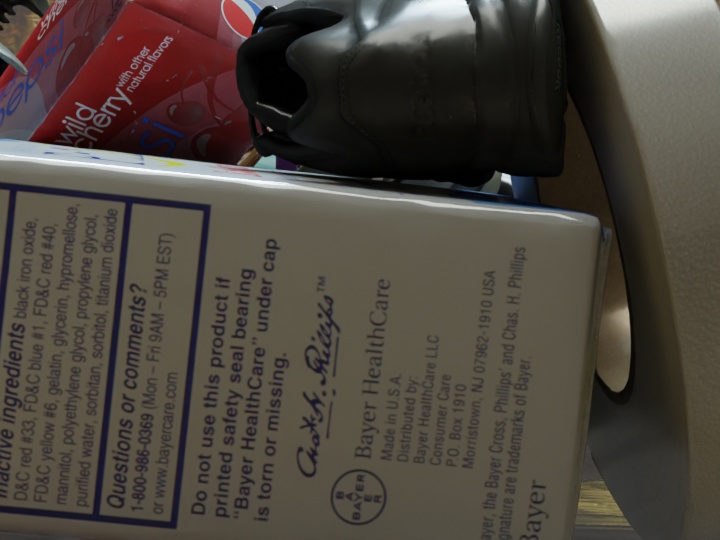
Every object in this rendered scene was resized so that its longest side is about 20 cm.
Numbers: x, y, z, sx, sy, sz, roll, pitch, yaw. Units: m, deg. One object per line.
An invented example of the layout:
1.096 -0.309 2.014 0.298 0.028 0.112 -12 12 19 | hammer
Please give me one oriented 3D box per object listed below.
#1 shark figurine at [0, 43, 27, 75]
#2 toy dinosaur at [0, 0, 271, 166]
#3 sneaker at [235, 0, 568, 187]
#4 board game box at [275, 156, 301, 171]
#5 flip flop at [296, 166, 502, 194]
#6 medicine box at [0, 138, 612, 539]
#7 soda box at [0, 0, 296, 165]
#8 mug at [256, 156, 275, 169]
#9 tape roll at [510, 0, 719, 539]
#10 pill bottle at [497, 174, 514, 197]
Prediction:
-0.200 -0.049 0.890 0.089 0.214 0.129 35 30 -34 | shark figurine
-0.139 -0.050 1.026 0.199 0.136 0.102 -17 5 -10 | toy dinosaur
0.005 -0.061 0.819 0.090 0.076 0.200 -4 0 -7 | sneaker
0.000 0.000 1.114 0.032 0.121 0.200 7 2 13 | board game box
-0.030 0.006 0.965 0.199 0.081 0.058 -28 -46 20 | flip flop
-0.042 0.020 0.807 0.199 0.104 0.182 7 3 -6 | medicine box
-0.098 -0.038 0.937 0.070 0.064 0.200 24 -49 -23 | soda box
-0.085 -0.009 1.151 0.151 0.115 0.185 7 3 22 | mug
0.083 -0.016 0.812 0.037 0.204 0.203 -13 6 -8 | tape roll
0.065 0.013 1.063 0.111 0.113 0.200 7 3 20 | pill bottle
